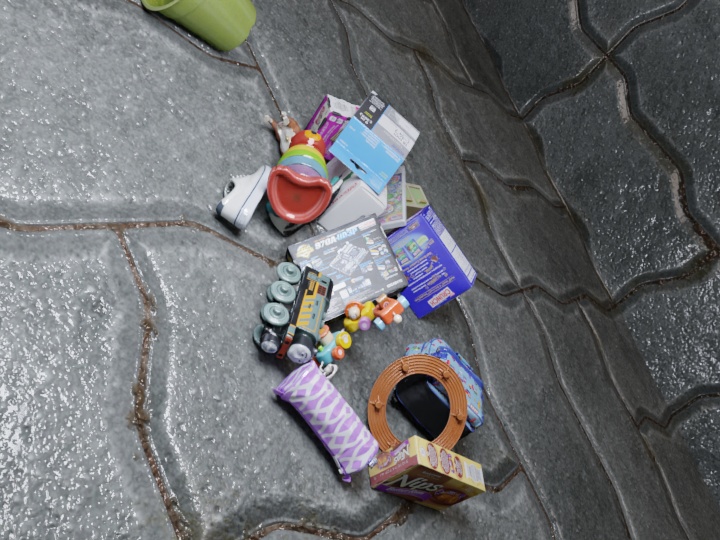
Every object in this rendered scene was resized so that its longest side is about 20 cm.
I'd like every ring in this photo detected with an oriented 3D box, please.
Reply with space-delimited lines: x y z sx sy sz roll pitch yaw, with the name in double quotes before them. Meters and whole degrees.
"ring" 0.108 0.259 1.268 0.202 0.199 0.019 52 -10 -7

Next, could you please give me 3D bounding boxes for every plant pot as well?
"plant pot" -0.318 -0.563 1.420 0.189 0.196 0.205 36 33 -52

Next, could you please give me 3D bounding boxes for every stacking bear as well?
"stacking bear" -0.110 -0.196 1.321 0.118 0.115 0.203 15 42 -9

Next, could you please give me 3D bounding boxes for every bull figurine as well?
"bull figurine" -0.137 -0.252 1.470 0.203 0.064 0.121 61 8 17

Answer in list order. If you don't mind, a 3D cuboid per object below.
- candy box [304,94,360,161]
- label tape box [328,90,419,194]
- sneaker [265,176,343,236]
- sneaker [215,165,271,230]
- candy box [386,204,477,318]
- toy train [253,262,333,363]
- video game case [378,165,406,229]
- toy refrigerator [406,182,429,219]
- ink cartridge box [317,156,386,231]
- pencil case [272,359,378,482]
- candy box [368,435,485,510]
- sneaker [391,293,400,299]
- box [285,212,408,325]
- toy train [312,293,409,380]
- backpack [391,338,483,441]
"candy box" -0.022 -0.311 1.592 0.195 0.137 0.062 11 50 -30
"label tape box" 0.035 -0.276 1.460 0.143 0.063 0.202 38 41 -8
"sneaker" -0.108 -0.149 1.389 0.080 0.078 0.199 47 49 8
"sneaker" -0.213 -0.152 1.275 0.070 0.074 0.202 29 29 -10
"candy box" 0.145 -0.018 1.574 0.202 0.167 0.077 54 34 -6
"toy train" -0.111 0.069 1.178 0.111 0.086 0.203 22 39 -10
"video game case" 0.037 -0.163 1.588 0.203 0.139 0.018 -87 162 -45
"toy refrigerator" 0.100 -0.181 1.758 0.198 0.069 0.078 2 59 -55
"ink cartridge box" -0.015 -0.186 1.519 0.084 0.145 0.203 35 36 -28
"pencil case" -0.054 0.246 1.132 0.085 0.084 0.202 -40 96 -23
"candy box" 0.121 0.367 1.232 0.198 0.116 0.058 31 38 -38
"sneaker" 0.002 0.017 1.376 0.196 0.077 0.082 21 0 -23
"box" -0.026 -0.001 1.319 0.196 0.046 0.162 -22 77 -19
"toy train" -0.013 0.098 1.203 0.056 0.199 0.150 51 -6 -15
"backpack" 0.167 0.230 1.414 0.183 0.133 0.202 47 29 -17
